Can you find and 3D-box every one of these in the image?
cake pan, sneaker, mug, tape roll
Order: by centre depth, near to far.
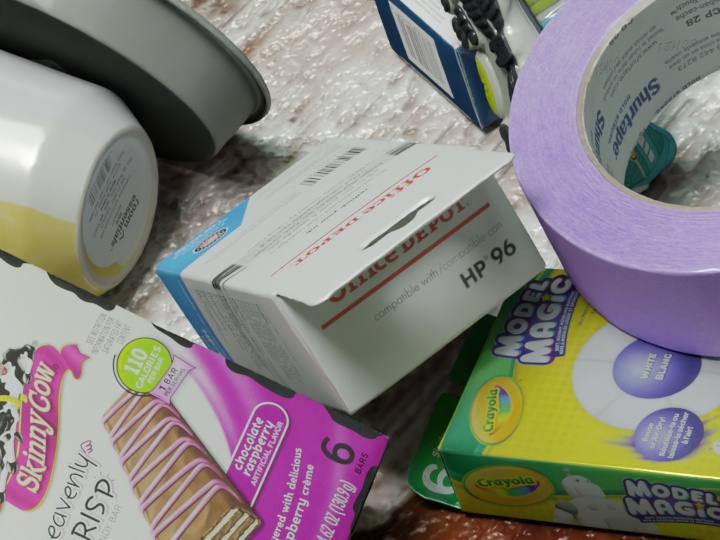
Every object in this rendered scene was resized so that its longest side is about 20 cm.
[{"bbox_3d":[0.168,-0.063,1.056,0.200,0.066,0.200,-14,49,17],"label":"tape roll"},{"bbox_3d":[0.090,-0.126,1.186,0.080,0.200,0.078,-21,0,-17],"label":"sneaker"},{"bbox_3d":[-0.189,-0.028,1.235,0.153,0.187,0.149,12,18,21],"label":"mug"},{"bbox_3d":[-0.142,-0.115,1.246,0.200,0.200,0.037,17,73,35],"label":"cake pan"}]

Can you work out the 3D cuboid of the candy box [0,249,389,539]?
[{"bbox_3d":[-0.105,0.091,1.017,0.200,0.061,0.137,25,57,-2],"label":"candy box"}]

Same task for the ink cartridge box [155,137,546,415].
[{"bbox_3d":[0.000,0.000,1.091,0.116,0.068,0.200,-37,17,-16],"label":"ink cartridge box"}]

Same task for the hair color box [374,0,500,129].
[{"bbox_3d":[0.115,-0.165,1.282,0.200,0.061,0.100,-31,43,-11],"label":"hair color box"}]

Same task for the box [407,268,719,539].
[{"bbox_3d":[0.122,0.056,1.057,0.200,0.048,0.117,2,46,27],"label":"box"}]
